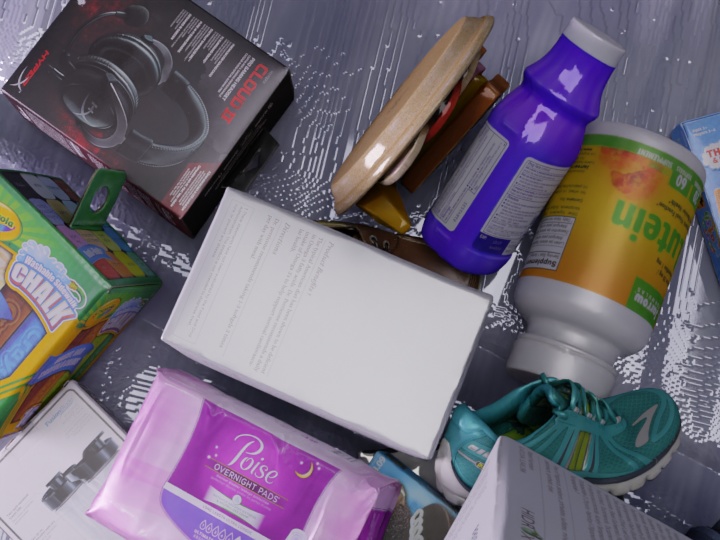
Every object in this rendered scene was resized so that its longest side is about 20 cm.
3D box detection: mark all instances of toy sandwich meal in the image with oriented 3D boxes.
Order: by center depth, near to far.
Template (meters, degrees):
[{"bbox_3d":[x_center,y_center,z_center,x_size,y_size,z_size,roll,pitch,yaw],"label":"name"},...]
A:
[{"bbox_3d":[0.053,-0.105,0.882,0.070,0.205,0.206,38,81,-8],"label":"toy sandwich meal"}]

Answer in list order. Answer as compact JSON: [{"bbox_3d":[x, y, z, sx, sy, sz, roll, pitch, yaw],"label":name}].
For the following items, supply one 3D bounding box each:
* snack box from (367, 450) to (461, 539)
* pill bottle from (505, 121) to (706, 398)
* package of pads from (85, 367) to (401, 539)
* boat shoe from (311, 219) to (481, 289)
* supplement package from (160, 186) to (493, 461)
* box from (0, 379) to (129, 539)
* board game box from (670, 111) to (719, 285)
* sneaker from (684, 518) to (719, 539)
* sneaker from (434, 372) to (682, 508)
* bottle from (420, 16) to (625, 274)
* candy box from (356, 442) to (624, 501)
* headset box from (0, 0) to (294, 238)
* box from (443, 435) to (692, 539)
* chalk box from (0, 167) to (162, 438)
[{"bbox_3d":[0.003,0.244,0.827,0.116,0.037,0.201,34,91,16],"label":"snack box"},{"bbox_3d":[0.185,-0.002,0.906,0.110,0.111,0.202,22,81,3],"label":"pill bottle"},{"bbox_3d":[-0.080,0.159,0.808,0.198,0.076,0.122,23,84,21],"label":"package of pads"},{"bbox_3d":[0.000,0.000,0.924,0.197,0.068,0.073,5,80,-1],"label":"boat shoe"},{"bbox_3d":[-0.020,0.042,0.824,0.198,0.117,0.118,23,81,5],"label":"supplement package"},{"bbox_3d":[-0.186,0.194,0.891,0.200,0.060,0.117,42,82,5],"label":"box"},{"bbox_3d":[0.357,-0.042,0.955,0.149,0.037,0.203,-15,82,-4],"label":"board game box"},{"bbox_3d":[0.205,0.194,0.820,0.202,0.077,0.146,44,81,5],"label":"sneaker"},{"bbox_3d":[0.144,0.112,0.808,0.198,0.077,0.081,-9,119,-26],"label":"sneaker"},{"bbox_3d":[0.124,-0.092,0.881,0.065,0.083,0.201,43,114,28],"label":"bottle"},{"bbox_3d":[0.101,0.213,0.888,0.197,0.072,0.170,-4,81,-3],"label":"candy box"},{"bbox_3d":[-0.159,-0.136,0.940,0.199,0.077,0.150,35,81,6],"label":"headset box"},{"bbox_3d":[0.107,0.242,0.680,0.170,0.200,0.201,28,102,3],"label":"box"},{"bbox_3d":[-0.238,0.010,0.868,0.124,0.125,0.200,44,97,6],"label":"chalk box"}]
